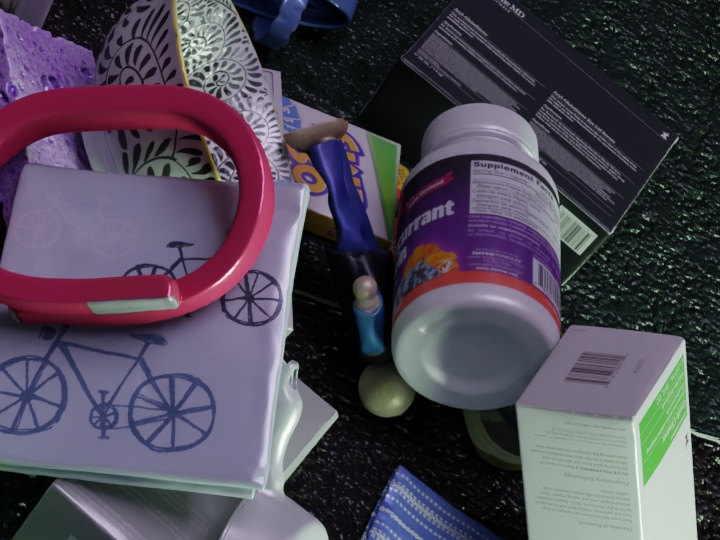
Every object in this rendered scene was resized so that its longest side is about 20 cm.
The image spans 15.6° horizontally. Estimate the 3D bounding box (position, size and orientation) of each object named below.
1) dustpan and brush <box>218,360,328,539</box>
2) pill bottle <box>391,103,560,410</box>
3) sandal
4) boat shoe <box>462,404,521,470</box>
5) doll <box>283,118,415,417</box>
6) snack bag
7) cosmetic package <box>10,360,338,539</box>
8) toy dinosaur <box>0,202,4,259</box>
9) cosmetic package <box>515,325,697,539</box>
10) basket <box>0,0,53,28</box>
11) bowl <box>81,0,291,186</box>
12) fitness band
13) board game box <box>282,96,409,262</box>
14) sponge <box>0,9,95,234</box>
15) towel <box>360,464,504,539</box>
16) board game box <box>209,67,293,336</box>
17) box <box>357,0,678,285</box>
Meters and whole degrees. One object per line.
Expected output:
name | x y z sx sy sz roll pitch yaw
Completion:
dustpan and brush | -0.054 0.154 1.548 0.057 0.201 0.139 25 11 20
pill bottle | 0.079 -0.015 1.762 0.111 0.112 0.201 22 43 -18
sandal | -0.030 -0.215 1.949 0.199 0.080 0.087 -20 72 -33
boat shoe | 0.096 0.040 1.832 0.071 0.066 0.202 6 53 -30
doll | 0.000 0.000 1.770 0.136 0.048 0.201 -1 75 -85
snack bag | -0.133 0.030 1.547 0.187 0.021 0.201 4 67 8
cosmetic package | -0.113 0.128 1.609 0.107 0.090 0.200 41 41 4
toy dinosaur | -0.257 0.023 1.599 0.200 0.086 0.136 17 56 -51
cosmetic package | 0.161 0.149 1.689 0.084 0.201 0.108 5 31 24
basket | -0.255 -0.244 1.728 0.123 0.200 0.136 13 50 -20
bowl | -0.120 -0.091 1.678 0.201 0.094 0.202 -16 90 -77
fitness band | -0.149 -0.039 1.541 0.199 0.037 0.144 -1 66 13
board game box | -0.050 -0.077 1.857 0.199 0.030 0.096 23 47 -21
sponge | -0.190 -0.057 1.653 0.111 0.030 0.201 23 49 -61
towel | 0.050 0.231 1.682 0.144 0.024 0.200 34 44 -8
board game box | -0.112 -0.052 1.763 0.126 0.035 0.201 9 61 -26
box | 0.119 -0.108 1.957 0.200 0.079 0.141 40 47 0
